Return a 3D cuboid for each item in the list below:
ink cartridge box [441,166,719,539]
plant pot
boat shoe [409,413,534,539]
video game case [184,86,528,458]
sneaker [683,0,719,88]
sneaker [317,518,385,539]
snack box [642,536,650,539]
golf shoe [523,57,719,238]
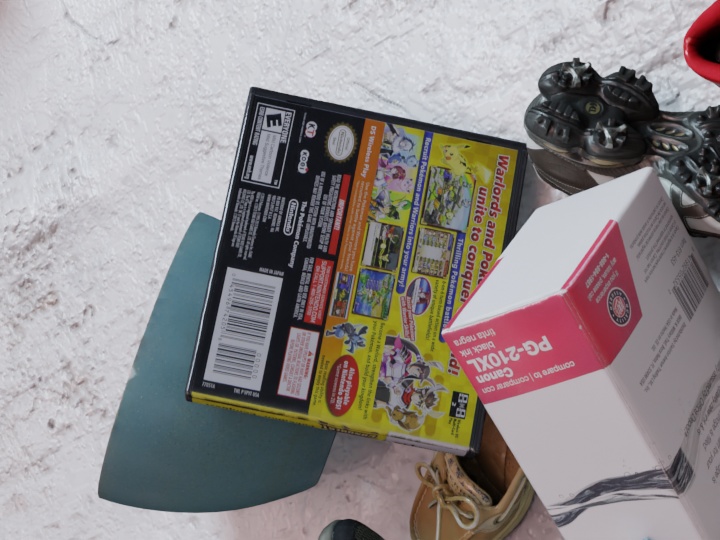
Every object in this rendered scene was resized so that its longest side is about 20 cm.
[{"bbox_3d":[0.149,0.070,0.877,0.084,0.145,0.201,-21,107,37],"label":"ink cartridge box"},{"bbox_3d":[-0.077,0.077,1.087,0.134,0.200,0.201,19,106,-1],"label":"plant pot"},{"bbox_3d":[0.081,0.110,1.025,0.073,0.063,0.201,43,117,27],"label":"boat shoe"},{"bbox_3d":[0.000,0.000,1.001,0.180,0.026,0.201,11,75,-2],"label":"video game case"},{"bbox_3d":[0.261,-0.111,0.843,0.199,0.115,0.079,-4,90,38],"label":"sneaker"},{"bbox_3d":[0.067,0.213,1.010,0.114,0.076,0.200,-41,94,23],"label":"sneaker"},{"bbox_3d":[0.174,0.243,0.849,0.200,0.037,0.116,46,127,-3],"label":"snack box"},{"bbox_3d":[0.188,-0.051,0.940,0.199,0.078,0.095,28,154,14],"label":"golf shoe"}]
